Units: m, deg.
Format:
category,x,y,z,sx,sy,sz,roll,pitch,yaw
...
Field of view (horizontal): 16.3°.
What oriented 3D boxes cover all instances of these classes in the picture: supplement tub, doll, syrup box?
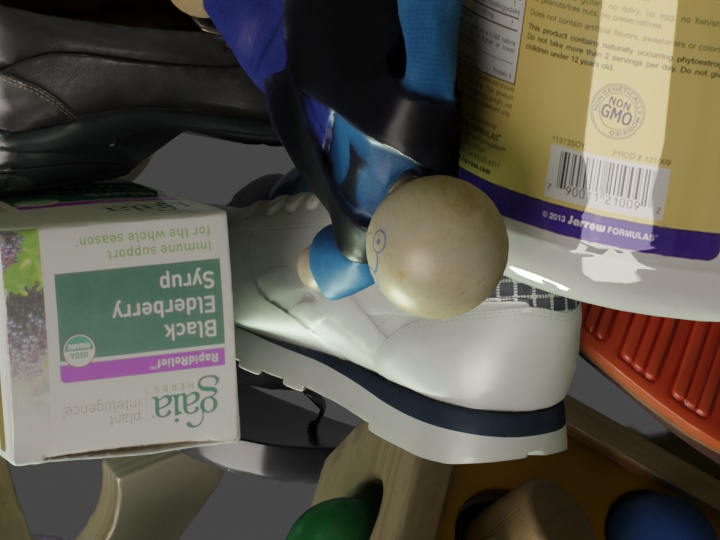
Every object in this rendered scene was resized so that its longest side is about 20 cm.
category,x,y,z,sx,sy,sz,roll,pitch,yaw
supplement tub,0.101,-0.099,0.745,0.145,0.145,0.200,15,109,25
doll,-0.004,-0.052,0.752,0.200,0.048,0.137,-122,38,-47
syrup box,-0.112,0.010,0.885,0.200,0.079,0.082,-165,70,-67

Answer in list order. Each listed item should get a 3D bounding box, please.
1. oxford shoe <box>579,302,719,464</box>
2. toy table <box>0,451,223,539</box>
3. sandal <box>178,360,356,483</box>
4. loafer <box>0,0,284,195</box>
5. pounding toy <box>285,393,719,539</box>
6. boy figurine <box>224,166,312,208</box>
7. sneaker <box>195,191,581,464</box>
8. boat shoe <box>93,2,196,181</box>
category,x,y,z,sx,sy,sz,roll,pitch,yaw
oxford shoe,0.140,0.051,0.878,0.200,0.071,0.073,31,154,-8
toy table,-0.142,0.144,1.091,0.200,0.184,0.117,32,139,41
sandal,-0.078,0.040,1.042,0.200,0.076,0.043,22,103,20
loafer,-0.049,-0.084,0.864,0.073,0.200,0.072,-131,31,-54
pounding toy,0.048,0.126,0.897,0.200,0.184,0.142,30,135,-13
boy figurine,0.039,-0.024,0.921,0.200,0.064,0.125,-20,105,43
sneaker,0.000,0.000,0.870,0.200,0.076,0.081,21,113,41
boat shoe,-0.113,-0.077,0.987,0.200,0.073,0.065,-39,56,56
